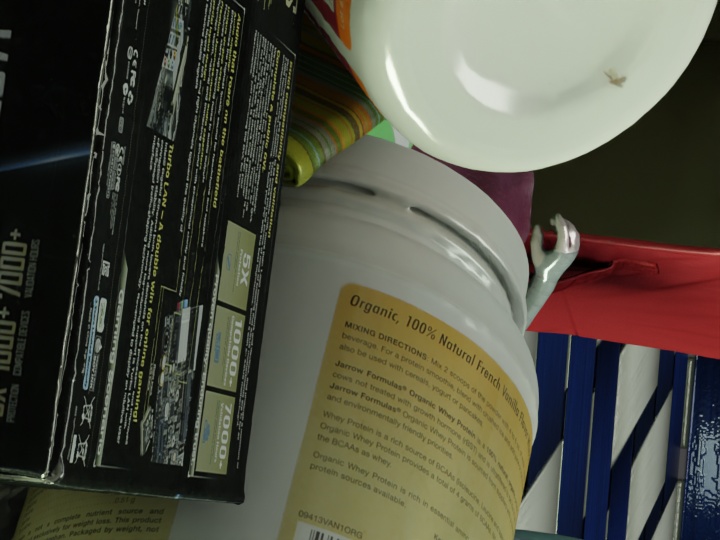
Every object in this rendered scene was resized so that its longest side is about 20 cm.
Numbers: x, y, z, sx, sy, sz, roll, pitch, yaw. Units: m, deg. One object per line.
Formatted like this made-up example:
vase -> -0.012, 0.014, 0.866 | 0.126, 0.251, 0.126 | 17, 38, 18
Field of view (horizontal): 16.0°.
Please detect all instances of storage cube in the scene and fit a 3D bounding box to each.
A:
storage cube -> 0.107, -0.069, 1.235 | 0.180, 0.170, 0.201 | 62, 35, -71

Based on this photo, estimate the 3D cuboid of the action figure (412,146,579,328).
action figure -> 0.000, 0.000, 1.010 | 0.149, 0.134, 0.200 | -57, -173, 39

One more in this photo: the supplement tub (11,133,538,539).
supplement tub -> -0.026, 0.072, 0.754 | 0.145, 0.144, 0.201 | 78, 22, -54

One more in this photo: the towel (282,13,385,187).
towel -> -0.002, -0.080, 0.807 | 0.200, 0.086, 0.018 | -36, 148, -50

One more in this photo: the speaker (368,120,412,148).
speaker -> -0.007, -0.082, 0.907 | 0.200, 0.088, 0.089 | -63, 156, -58

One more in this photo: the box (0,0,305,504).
box -> -0.074, -0.049, 0.613 | 0.164, 0.086, 0.201 | 25, 71, -77

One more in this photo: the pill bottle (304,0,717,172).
pill bottle -> 0.016, -0.122, 0.757 | 0.200, 0.109, 0.110 | -124, -156, -50

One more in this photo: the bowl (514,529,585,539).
bowl -> 0.049, 0.189, 1.072 | 0.105, 0.200, 0.202 | 50, 46, -56
